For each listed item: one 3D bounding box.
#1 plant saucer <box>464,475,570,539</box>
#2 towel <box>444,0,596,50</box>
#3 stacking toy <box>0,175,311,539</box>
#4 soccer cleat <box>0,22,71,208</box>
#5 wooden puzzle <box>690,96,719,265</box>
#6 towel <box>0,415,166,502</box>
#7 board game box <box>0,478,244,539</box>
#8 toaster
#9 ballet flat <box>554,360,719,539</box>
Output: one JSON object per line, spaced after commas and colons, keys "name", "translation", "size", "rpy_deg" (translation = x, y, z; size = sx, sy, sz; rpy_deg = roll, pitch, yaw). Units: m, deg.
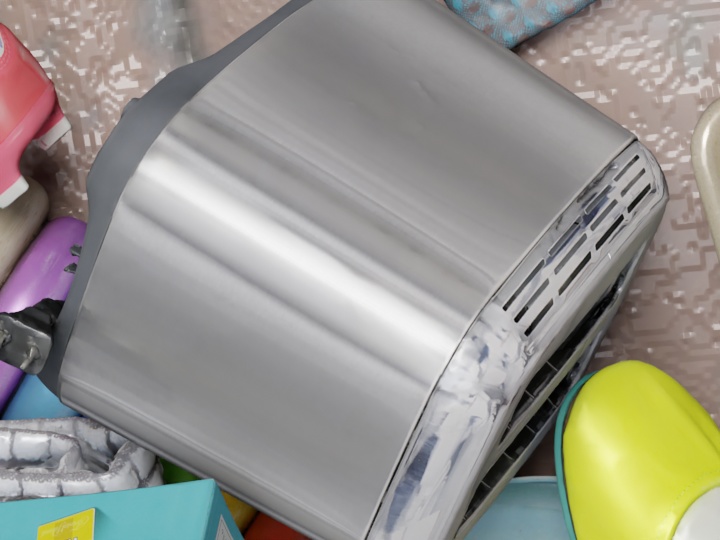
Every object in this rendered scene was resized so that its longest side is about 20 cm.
{"name": "plant saucer", "translation": [0.041, 0.154, 0.792], "size": [0.200, 0.027, 0.201], "rpy_deg": [-5, 107, -16]}
{"name": "towel", "translation": [0.048, -0.183, 0.758], "size": [0.146, 0.022, 0.200], "rpy_deg": [-29, 96, 16]}
{"name": "stacking toy", "translation": [-0.051, 0.053, 0.807], "size": [0.200, 0.085, 0.085], "rpy_deg": [31, 107, -4]}
{"name": "soccer cleat", "translation": [-0.176, -0.033, 0.790], "size": [0.200, 0.067, 0.077], "rpy_deg": [-22, 115, 38]}
{"name": "wooden puzzle", "translation": [0.206, 0.023, 0.696], "size": [0.200, 0.037, 0.185], "rpy_deg": [-10, 109, 26]}
{"name": "towel", "translation": [-0.145, 0.125, 0.789], "size": [0.199, 0.086, 0.166], "rpy_deg": [-3, 137, 14]}
{"name": "board game box", "translation": [-0.112, 0.132, 0.698], "size": [0.199, 0.047, 0.151], "rpy_deg": [-7, 133, 18]}
{"name": "toaster", "translation": [0.000, 0.000, 0.712], "size": [0.129, 0.200, 0.114], "rpy_deg": [30, 123, 12]}
{"name": "ballet flat", "translation": [0.118, 0.117, 0.751], "size": [0.067, 0.067, 0.200], "rpy_deg": [11, 127, 51]}
